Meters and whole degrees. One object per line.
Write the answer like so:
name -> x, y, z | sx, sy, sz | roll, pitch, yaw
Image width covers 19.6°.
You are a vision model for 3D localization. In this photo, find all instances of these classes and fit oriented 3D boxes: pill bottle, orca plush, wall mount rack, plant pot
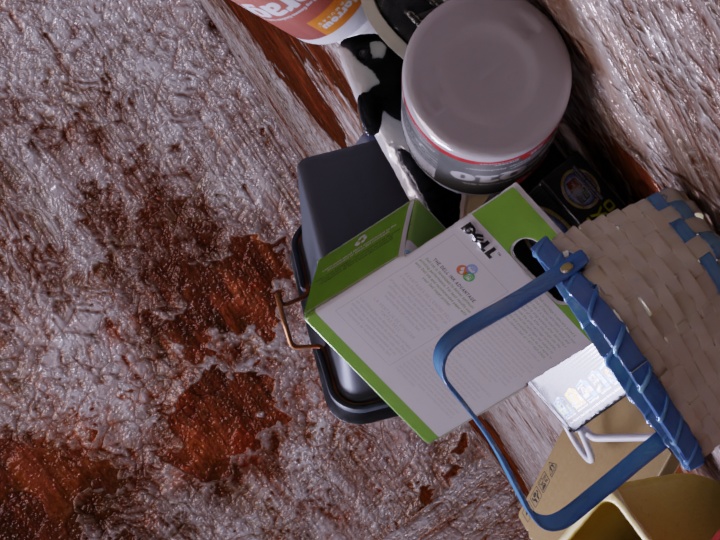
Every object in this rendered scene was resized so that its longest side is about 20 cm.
pill bottle -> 0.084, -0.115, 1.456 | 0.114, 0.114, 0.200 | 54, 177, 7
orca plush -> 0.052, -0.104, 1.589 | 0.105, 0.071, 0.201 | 40, -155, -56
pill bottle -> -0.049, -0.246, 1.638 | 0.199, 0.112, 0.112 | 25, -162, -44
wall mount rack -> 0.208, 0.090, 1.901 | 0.201, 0.074, 0.174 | 63, 172, -26
plant pot -> 0.283, 0.295, 1.833 | 0.199, 0.195, 0.196 | -14, -122, -45

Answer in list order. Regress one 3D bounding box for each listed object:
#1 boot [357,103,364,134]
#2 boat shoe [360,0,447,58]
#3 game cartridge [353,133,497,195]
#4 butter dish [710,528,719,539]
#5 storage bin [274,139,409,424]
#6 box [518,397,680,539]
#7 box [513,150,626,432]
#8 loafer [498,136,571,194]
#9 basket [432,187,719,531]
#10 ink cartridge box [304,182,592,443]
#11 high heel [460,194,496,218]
boot -> 0.077, -0.108, 2.069 | 0.097, 0.075, 0.200 | 31, 167, 50
boat shoe -> 0.027, -0.237, 1.550 | 0.072, 0.068, 0.201 | 28, -151, -39
game cartridge -> 0.085, -0.059, 1.900 | 0.199, 0.042, 0.133 | 22, -166, -38
butter dish -> 0.328, 0.274, 1.612 | 0.201, 0.147, 0.199 | 55, 177, -11
storage bin -> 0.000, 0.000, 1.681 | 0.135, 0.144, 0.201 | 79, 177, -55
box -> 0.226, 0.207, 1.986 | 0.021, 0.201, 0.164 | 12, -153, -27
box -> 0.159, 0.021, 1.553 | 0.160, 0.044, 0.200 | 49, 150, 3
loafer -> 0.144, -0.059, 1.596 | 0.201, 0.072, 0.063 | 57, 169, 4
basket -> 0.163, 0.060, 1.345 | 0.177, 0.199, 0.139 | 58, 174, -34
ink cartridge box -> 0.082, 0.015, 1.514 | 0.148, 0.199, 0.076 | 45, -150, -22
high heel -> 0.051, -0.102, 1.723 | 0.142, 0.072, 0.200 | 39, 177, 12
